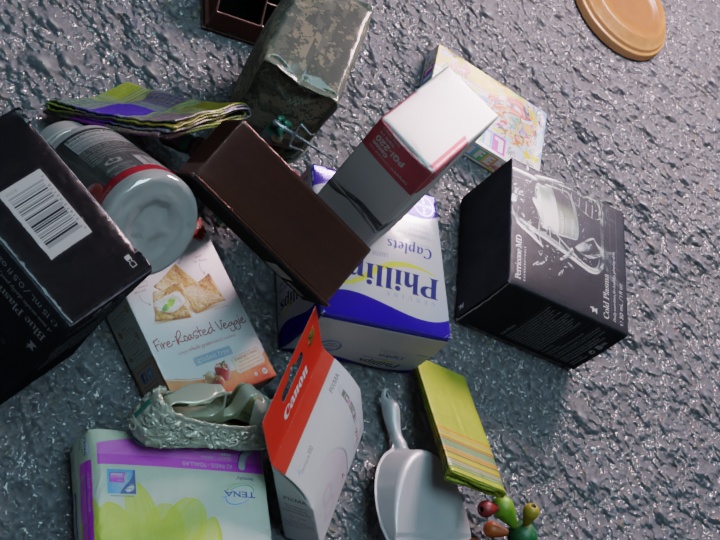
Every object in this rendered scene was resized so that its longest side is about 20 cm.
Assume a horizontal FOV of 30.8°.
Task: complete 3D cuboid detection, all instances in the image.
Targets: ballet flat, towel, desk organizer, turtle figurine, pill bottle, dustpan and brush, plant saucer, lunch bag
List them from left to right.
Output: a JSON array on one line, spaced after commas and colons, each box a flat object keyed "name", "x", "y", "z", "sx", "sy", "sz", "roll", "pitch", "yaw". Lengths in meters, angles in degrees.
[{"name": "pill bottle", "x": -0.261, "y": -0.082, "z": 1.337, "sx": 0.110, "sy": 0.111, "sz": 0.200, "roll": -6, "pitch": 28, "yaw": -39}, {"name": "towel", "x": -0.232, "y": -0.177, "z": 1.431, "sx": 0.143, "sy": 0.199, "sz": 0.023, "roll": -24, "pitch": 121, "yaw": -49}, {"name": "ballet flat", "x": -0.137, "y": 0.143, "z": 1.302, "sx": 0.199, "sy": 0.072, "sz": 0.072, "roll": 3, "pitch": 62, "yaw": -44}, {"name": "turtle figurine", "x": -0.138, "y": -0.100, "z": 1.466, "sx": 0.199, "sy": 0.101, "sz": 0.150, "roll": 16, "pitch": 57, "yaw": 3}, {"name": "desk organizer", "x": -0.090, "y": -0.060, "z": 1.354, "sx": 0.200, "sy": 0.072, "sz": 0.077, "roll": 45, "pitch": 78, "yaw": -21}, {"name": "desk organizer", "x": -0.100, "y": -0.333, "z": 1.684, "sx": 0.199, "sy": 0.077, "sz": 0.072, "roll": 13, "pitch": 57, "yaw": -31}, {"name": "lunch bag", "x": -0.085, "y": -0.224, "z": 1.549, "sx": 0.117, "sy": 0.200, "sz": 0.165, "roll": 29, "pitch": 54, "yaw": -14}, {"name": "dustpan and brush", "x": 0.056, "y": 0.227, "z": 1.492, "sx": 0.139, "sy": 0.057, "sz": 0.201, "roll": 13, "pitch": 64, "yaw": -46}, {"name": "towel", "x": 0.111, "y": 0.181, "z": 1.530, "sx": 0.086, "sy": 0.018, "sz": 0.201, "roll": 26, "pitch": 27, "yaw": -28}, {"name": "plant saucer", "x": 0.441, "y": -0.445, "z": 2.186, "sx": 0.199, "sy": 0.037, "sz": 0.201, "roll": 18, "pitch": 55, "yaw": -28}]

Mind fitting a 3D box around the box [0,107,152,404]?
[{"name": "box", "x": -0.333, "y": -0.007, "z": 1.230, "sx": 0.197, "sy": 0.200, "sz": 0.117, "roll": 50, "pitch": 46, "yaw": -1}]

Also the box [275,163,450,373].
[{"name": "box", "x": 0.000, "y": 0.000, "z": 1.543, "sx": 0.183, "sy": 0.105, "sz": 0.201, "roll": 13, "pitch": 58, "yaw": -30}]

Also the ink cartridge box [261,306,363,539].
[{"name": "ink cartridge box", "x": -0.044, "y": 0.165, "z": 1.361, "sx": 0.057, "sy": 0.201, "sz": 0.163, "roll": 13, "pitch": 49, "yaw": 12}]

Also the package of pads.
[{"name": "package of pads", "x": -0.183, "y": 0.244, "z": 1.286, "sx": 0.199, "sy": 0.068, "sz": 0.155, "roll": 9, "pitch": 59, "yaw": -32}]

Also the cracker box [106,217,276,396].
[{"name": "cracker box", "x": -0.193, "y": 0.053, "z": 1.398, "sx": 0.133, "sy": 0.058, "sz": 0.201, "roll": -18, "pitch": 75, "yaw": -42}]

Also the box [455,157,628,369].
[{"name": "box", "x": 0.238, "y": -0.006, "z": 1.716, "sx": 0.196, "sy": 0.124, "sz": 0.201, "roll": 22, "pitch": 53, "yaw": -23}]

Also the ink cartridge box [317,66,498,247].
[{"name": "ink cartridge box", "x": 0.039, "y": -0.111, "z": 1.429, "sx": 0.085, "sy": 0.200, "sz": 0.146, "roll": 45, "pitch": 47, "yaw": 3}]

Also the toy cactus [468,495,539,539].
[{"name": "toy cactus", "x": 0.203, "y": 0.344, "z": 1.500, "sx": 0.165, "sy": 0.102, "sz": 0.201, "roll": -12, "pitch": 75, "yaw": -57}]

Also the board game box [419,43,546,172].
[{"name": "board game box", "x": 0.171, "y": -0.215, "z": 1.848, "sx": 0.199, "sy": 0.034, "sz": 0.135, "roll": 29, "pitch": 51, "yaw": -20}]
